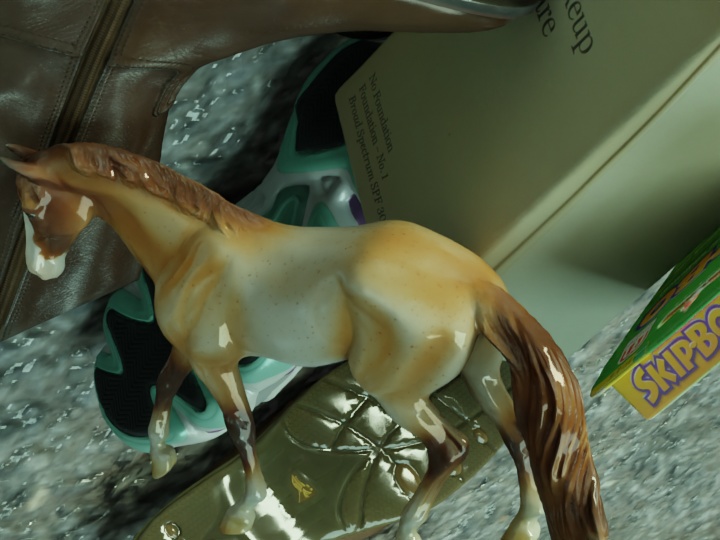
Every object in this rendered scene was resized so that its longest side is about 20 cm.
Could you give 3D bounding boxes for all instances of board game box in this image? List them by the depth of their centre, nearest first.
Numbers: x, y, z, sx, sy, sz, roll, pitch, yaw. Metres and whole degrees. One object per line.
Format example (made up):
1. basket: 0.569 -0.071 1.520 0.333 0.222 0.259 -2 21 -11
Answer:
1. board game box: 0.139 -0.024 0.858 0.096 0.030 0.200 -45 179 37

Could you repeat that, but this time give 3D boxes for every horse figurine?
1. horse figurine: -0.010 0.026 0.837 0.050 0.199 0.133 -46 140 -51

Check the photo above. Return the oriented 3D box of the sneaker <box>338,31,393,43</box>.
1. sneaker: 0.044 -0.139 0.870 0.077 0.078 0.200 -8 143 -31

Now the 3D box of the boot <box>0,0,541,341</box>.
1. boot: -0.056 -0.048 0.863 0.185 0.064 0.201 14 132 -8

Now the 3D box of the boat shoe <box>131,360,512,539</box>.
1. boat shoe: -0.022 0.088 1.159 0.200 0.072 0.068 -33 -175 -20

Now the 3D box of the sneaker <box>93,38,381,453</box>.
1. sneaker: 0.000 0.000 1.028 0.200 0.078 0.140 -44 152 24

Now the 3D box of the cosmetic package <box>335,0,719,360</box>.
1. cosmetic package: 0.084 -0.067 0.841 0.073 0.104 0.200 12 137 -35
